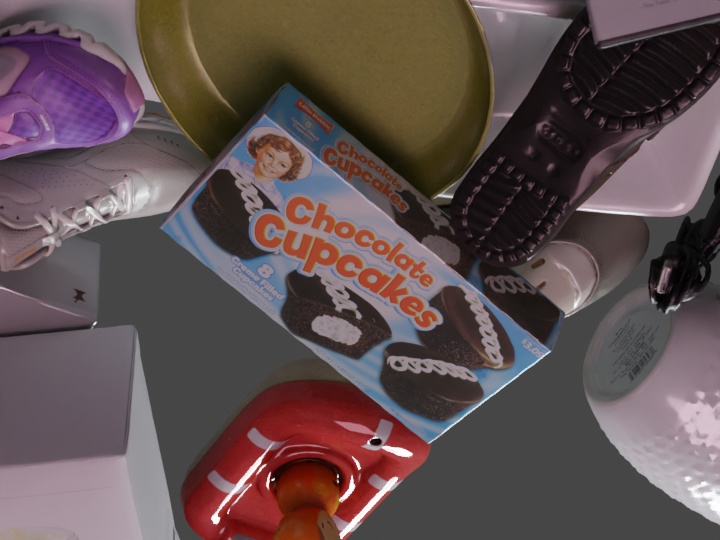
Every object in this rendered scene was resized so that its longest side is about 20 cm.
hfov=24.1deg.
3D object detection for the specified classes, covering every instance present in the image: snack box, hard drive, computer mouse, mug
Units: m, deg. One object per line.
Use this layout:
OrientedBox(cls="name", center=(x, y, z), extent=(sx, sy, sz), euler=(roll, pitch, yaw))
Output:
OrientedBox(cls="snack box", center=(0.000, 0.000, 0.928), extent=(0.200, 0.037, 0.116), euler=(39, 132, -9))
OrientedBox(cls="hard drive", center=(-0.118, -0.179, 0.896), extent=(0.132, 0.026, 0.200), euler=(8, 133, -14))
OrientedBox(cls="computer mouse", center=(0.244, -0.063, 1.006), extent=(0.200, 0.138, 0.053), euler=(-42, 89, 23))
OrientedBox(cls="mug", center=(0.256, 0.068, 1.100), extent=(0.175, 0.148, 0.200), euler=(29, 120, -23))

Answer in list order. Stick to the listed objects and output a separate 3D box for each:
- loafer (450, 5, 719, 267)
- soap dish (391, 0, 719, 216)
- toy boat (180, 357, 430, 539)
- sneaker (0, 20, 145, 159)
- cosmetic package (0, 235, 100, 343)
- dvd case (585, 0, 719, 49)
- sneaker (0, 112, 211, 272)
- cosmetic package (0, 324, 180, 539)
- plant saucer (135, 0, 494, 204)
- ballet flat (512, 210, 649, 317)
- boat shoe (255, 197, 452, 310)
OrientedBox(cls="loafer", center=(0.123, -0.090, 0.880), extent=(0.073, 0.071, 0.200), euler=(45, 111, 0))
OrientedBox(cls="soap dish", center=(0.114, -0.112, 0.950), extent=(0.200, 0.081, 0.157), euler=(4, 133, -11))
OrientedBox(cls="toy boat", center=(-0.035, 0.155, 1.156), extent=(0.130, 0.131, 0.200), euler=(21, 128, -25))
OrientedBox(cls="sneaker", center=(-0.215, -0.080, 0.907), extent=(0.200, 0.089, 0.081), euler=(1, 135, 15))
OrientedBox(cls="cosmetic package", center=(-0.250, 0.056, 1.076), extent=(0.101, 0.071, 0.200), euler=(20, 129, -22))
OrientedBox(cls="dvd case", center=(0.161, -0.220, 0.810), extent=(0.143, 0.018, 0.200), euler=(-13, 93, 6))
OrientedBox(cls="sneaker", center=(-0.180, -0.035, 0.978), extent=(0.200, 0.092, 0.076), euler=(-6, 134, -10))
OrientedBox(cls="cosmetic package", center=(-0.222, 0.153, 1.027), extent=(0.199, 0.123, 0.200), euler=(-6, 126, 0))
OrientedBox(cls="plant saucer", center=(-0.022, -0.117, 0.887), extent=(0.200, 0.031, 0.200), euler=(13, 131, 15))
OrientedBox(cls="ballet flat", center=(0.079, 0.019, 1.002), extent=(0.200, 0.064, 0.067), euler=(-18, 116, 8))
OrientedBox(cls="boat shoe", center=(0.024, -0.004, 1.058), extent=(0.201, 0.060, 0.072), euler=(-10, 134, 3))
